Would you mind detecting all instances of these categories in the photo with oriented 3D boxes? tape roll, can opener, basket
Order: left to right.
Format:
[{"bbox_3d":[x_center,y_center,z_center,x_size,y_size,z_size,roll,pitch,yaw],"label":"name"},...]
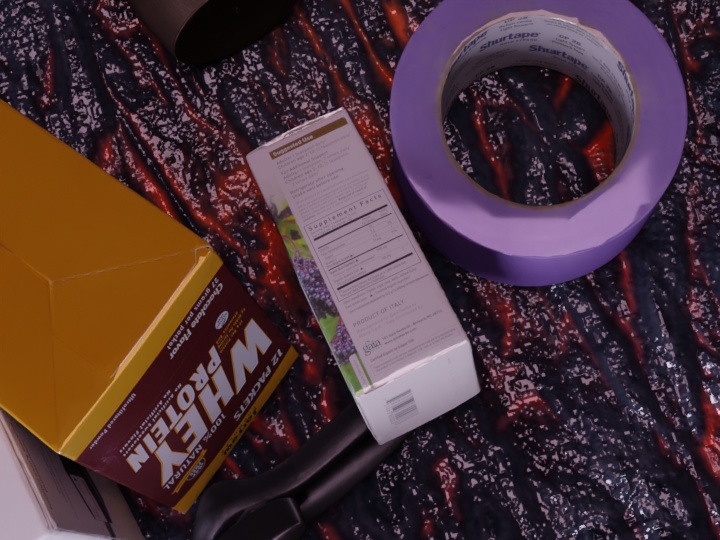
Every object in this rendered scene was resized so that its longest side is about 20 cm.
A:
[{"bbox_3d":[-0.137,-0.262,0.851,0.179,0.136,0.202,-30,80,-10],"label":"basket"},{"bbox_3d":[-0.030,0.140,0.786,0.199,0.064,0.078,-37,50,-15],"label":"can opener"},{"bbox_3d":[0.118,-0.097,0.819,0.196,0.085,0.203,-1,76,3],"label":"tape roll"}]

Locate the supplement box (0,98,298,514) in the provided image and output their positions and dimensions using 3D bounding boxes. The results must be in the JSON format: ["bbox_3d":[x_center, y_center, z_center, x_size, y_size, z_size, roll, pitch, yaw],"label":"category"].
[{"bbox_3d":[-0.171,0.025,0.731,0.196,0.200,0.133,33,79,20],"label":"supplement box"}]

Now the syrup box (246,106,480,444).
[{"bbox_3d":[0.000,0.000,0.778,0.081,0.079,0.202,-26,60,-3],"label":"syrup box"}]

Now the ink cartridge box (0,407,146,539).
[{"bbox_3d":[-0.231,0.164,0.717,0.144,0.200,0.084,-30,75,-4],"label":"ink cartridge box"}]
